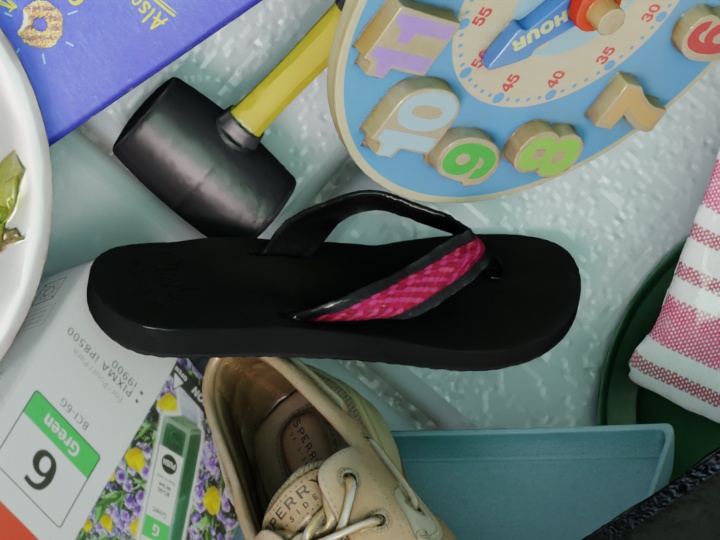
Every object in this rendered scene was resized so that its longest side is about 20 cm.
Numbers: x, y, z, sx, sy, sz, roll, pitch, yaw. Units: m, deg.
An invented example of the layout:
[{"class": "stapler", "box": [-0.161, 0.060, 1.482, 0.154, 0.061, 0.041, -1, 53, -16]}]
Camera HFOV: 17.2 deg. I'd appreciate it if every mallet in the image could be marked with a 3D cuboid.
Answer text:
[{"class": "mallet", "box": [-0.001, -0.080, 0.854, 0.200, 0.041, 0.066, -36, 105, 25]}]

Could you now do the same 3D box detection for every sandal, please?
[{"class": "sandal", "box": [0.000, 0.000, 0.860, 0.200, 0.075, 0.045, -1, 122, -29]}]

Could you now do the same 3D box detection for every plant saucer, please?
[{"class": "plant saucer", "box": [0.022, 0.089, 0.846, 0.019, 0.200, 0.070, 45, 55, -37]}]

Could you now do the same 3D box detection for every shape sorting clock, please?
[{"class": "shape sorting clock", "box": [0.078, -0.098, 0.833, 0.200, 0.039, 0.200, -21, 143, -17]}]

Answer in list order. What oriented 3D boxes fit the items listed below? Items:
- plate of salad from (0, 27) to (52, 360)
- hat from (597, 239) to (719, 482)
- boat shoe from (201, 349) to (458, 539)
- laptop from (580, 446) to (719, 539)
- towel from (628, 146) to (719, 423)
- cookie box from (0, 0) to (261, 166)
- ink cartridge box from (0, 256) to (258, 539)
[{"class": "plate of salad", "box": [-0.202, -0.024, 0.787, 0.200, 0.048, 0.200, -1, 98, -9]}, {"class": "hat", "box": [0.191, 0.081, 0.871, 0.166, 0.176, 0.200, -19, 99, -7]}, {"class": "boat shoe", "box": [-0.008, 0.095, 0.798, 0.071, 0.200, 0.065, -44, 127, 6]}, {"class": "laptop", "box": [0.119, 0.174, 0.753, 0.177, 0.103, 0.200, -32, 81, -14]}, {"class": "towel", "box": [0.193, -0.023, 0.856, 0.146, 0.030, 0.200, 24, 94, 27]}, {"class": "cookie box", "box": [-0.144, -0.127, 0.846, 0.200, 0.075, 0.171, -34, 101, -5]}, {"class": "ink cartridge box", "box": [-0.112, 0.103, 0.819, 0.109, 0.050, 0.200, 50, 42, -23]}]
